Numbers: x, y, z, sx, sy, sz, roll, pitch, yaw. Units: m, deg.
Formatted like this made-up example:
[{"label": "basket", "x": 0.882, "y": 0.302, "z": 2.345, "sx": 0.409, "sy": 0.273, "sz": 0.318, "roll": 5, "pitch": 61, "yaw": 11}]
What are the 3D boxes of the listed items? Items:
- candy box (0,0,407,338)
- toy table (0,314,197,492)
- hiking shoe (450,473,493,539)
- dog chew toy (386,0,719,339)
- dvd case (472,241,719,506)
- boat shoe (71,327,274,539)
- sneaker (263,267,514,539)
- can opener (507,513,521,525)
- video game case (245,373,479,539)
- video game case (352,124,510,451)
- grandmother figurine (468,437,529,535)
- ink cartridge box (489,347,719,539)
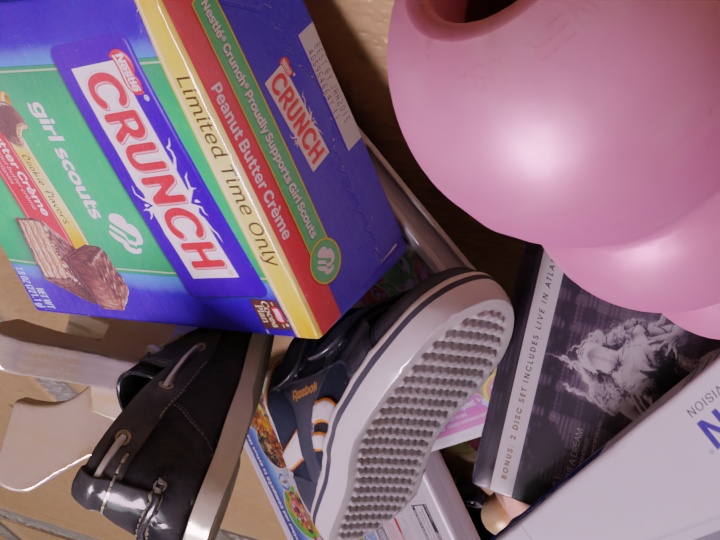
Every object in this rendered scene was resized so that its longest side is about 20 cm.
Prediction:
[{"label": "candy box", "x": -0.099, "y": -0.061, "z": 0.664, "sx": 0.198, "sy": 0.077, "sz": 0.171, "roll": 3, "pitch": 128, "yaw": 41}, {"label": "toy table", "x": -0.130, "y": 0.050, "z": 0.847, "sx": 0.116, "sy": 0.186, "sz": 0.200, "roll": 18, "pitch": 173, "yaw": 7}, {"label": "hiking shoe", "x": 0.068, "y": 0.202, "z": 1.017, "sx": 0.100, "sy": 0.076, "sz": 0.201, "roll": 16, "pitch": 151, "yaw": 32}, {"label": "dog chew toy", "x": 0.097, "y": -0.044, "z": 0.495, "sx": 0.123, "sy": 0.126, "sz": 0.200, "roll": 2, "pitch": 152, "yaw": 44}, {"label": "dvd case", "x": 0.152, "y": 0.053, "z": 0.618, "sx": 0.198, "sy": 0.016, "sz": 0.151, "roll": 18, "pitch": 108, "yaw": 21}, {"label": "boat shoe", "x": -0.076, "y": 0.049, "z": 0.686, "sx": 0.067, "sy": 0.201, "sz": 0.073, "roll": 15, "pitch": 120, "yaw": 1}, {"label": "sneaker", "x": 0.002, "y": 0.048, "z": 0.676, "sx": 0.080, "sy": 0.078, "sz": 0.201, "roll": 57, "pitch": 147, "yaw": 24}, {"label": "can opener", "x": 0.121, "y": 0.195, "z": 0.755, "sx": 0.066, "sy": 0.201, "sz": 0.053, "roll": -29, "pitch": 119, "yaw": 10}, {"label": "video game case", "x": -0.011, "y": 0.124, "z": 0.929, "sx": 0.199, "sy": 0.018, "sz": 0.145, "roll": -20, "pitch": 96, "yaw": 58}, {"label": "video game case", "x": 0.000, "y": 0.000, "z": 0.722, "sx": 0.201, "sy": 0.018, "sz": 0.143, "roll": 50, "pitch": 152, "yaw": -5}, {"label": "grandmother figurine", "x": 0.088, "y": 0.099, "z": 0.833, "sx": 0.120, "sy": 0.061, "sz": 0.201, "roll": 6, "pitch": 150, "yaw": 23}, {"label": "ink cartridge box", "x": 0.171, "y": 0.139, "z": 0.595, "sx": 0.200, "sy": 0.041, "sz": 0.200, "roll": 49, "pitch": 117, "yaw": 9}]
